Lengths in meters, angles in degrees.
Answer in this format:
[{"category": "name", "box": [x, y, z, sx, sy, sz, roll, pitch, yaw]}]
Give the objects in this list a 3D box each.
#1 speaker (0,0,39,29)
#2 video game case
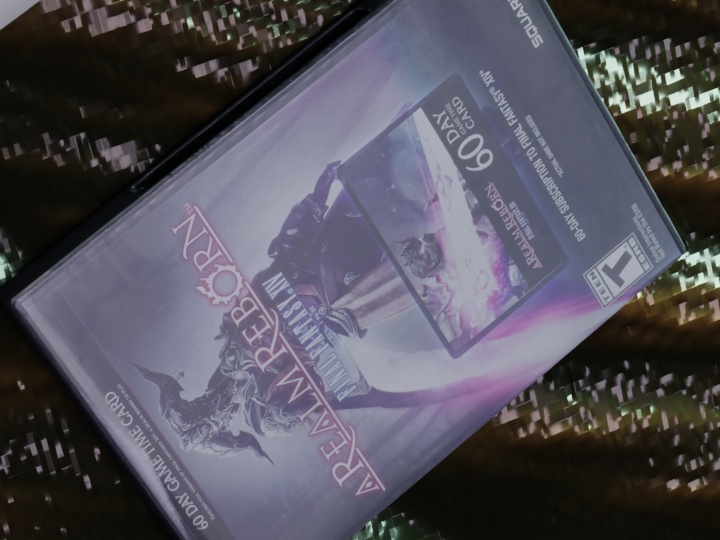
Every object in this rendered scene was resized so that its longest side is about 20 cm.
[{"category": "speaker", "box": [-0.108, -0.110, 0.745, 0.200, 0.081, 0.081, -39, 117, -13]}, {"category": "video game case", "box": [0.000, 0.000, 0.865, 0.200, 0.019, 0.143, -40, 117, -14]}]
